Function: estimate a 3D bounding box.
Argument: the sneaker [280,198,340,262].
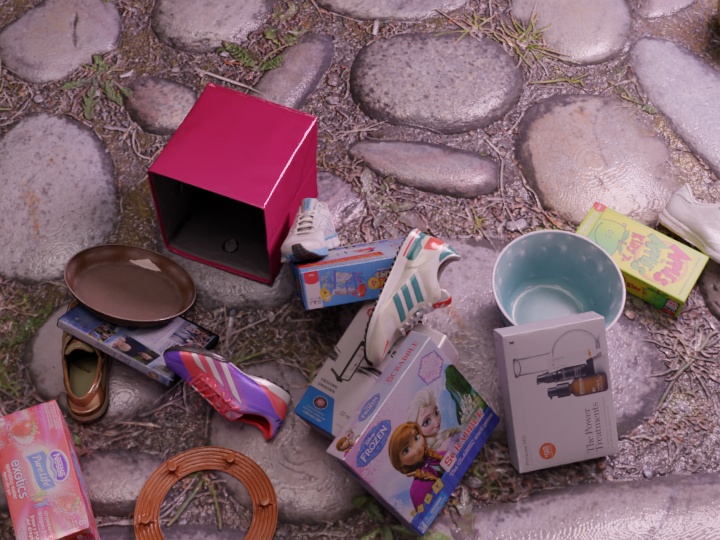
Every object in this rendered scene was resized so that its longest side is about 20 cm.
[{"bbox_3d":[-0.082,-0.064,1.606,0.074,0.200,0.087,-6,101,8],"label":"sneaker"}]

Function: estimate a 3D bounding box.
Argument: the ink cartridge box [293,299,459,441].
[{"bbox_3d":[0.024,0.159,1.492,0.146,0.084,0.201,25,75,29],"label":"ink cartridge box"}]

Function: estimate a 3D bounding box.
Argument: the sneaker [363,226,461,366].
[{"bbox_3d":[0.073,0.045,1.443,0.093,0.070,0.201,22,80,8],"label":"sneaker"}]

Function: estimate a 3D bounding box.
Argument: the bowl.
[{"bbox_3d":[0.291,0.049,1.599,0.199,0.105,0.202,0,57,0],"label":"bowl"}]

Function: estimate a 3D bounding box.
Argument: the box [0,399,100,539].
[{"bbox_3d":[-0.425,0.292,1.428,0.094,0.103,0.201,-18,58,-13],"label":"box"}]

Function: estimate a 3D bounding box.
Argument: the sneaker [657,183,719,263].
[{"bbox_3d":[0.576,-0.063,1.677,0.200,0.089,0.075,37,19,21],"label":"sneaker"}]

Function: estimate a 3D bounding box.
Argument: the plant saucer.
[{"bbox_3d":[-0.351,0.027,1.606,0.199,0.032,0.201,14,31,-9],"label":"plant saucer"}]

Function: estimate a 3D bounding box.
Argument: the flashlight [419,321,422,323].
[{"bbox_3d":[0.093,0.138,1.560,0.068,0.068,0.200,-25,61,-13],"label":"flashlight"}]

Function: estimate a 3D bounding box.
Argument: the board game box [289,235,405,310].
[{"bbox_3d":[0.000,0.000,1.582,0.199,0.196,0.056,-10,100,-7],"label":"board game box"}]

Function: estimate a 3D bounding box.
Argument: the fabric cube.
[{"bbox_3d":[-0.191,-0.136,1.659,0.195,0.200,0.200,17,56,11],"label":"fabric cube"}]

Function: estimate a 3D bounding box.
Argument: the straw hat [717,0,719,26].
[{"bbox_3d":[0.713,-0.486,1.968,0.201,0.201,0.085,-46,25,-26],"label":"straw hat"}]

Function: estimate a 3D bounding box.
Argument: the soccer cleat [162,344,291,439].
[{"bbox_3d":[-0.193,0.170,1.497,0.199,0.068,0.074,29,57,-19],"label":"soccer cleat"}]

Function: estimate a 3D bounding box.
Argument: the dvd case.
[{"bbox_3d":[-0.327,0.091,1.567,0.199,0.018,0.143,26,31,10],"label":"dvd case"}]

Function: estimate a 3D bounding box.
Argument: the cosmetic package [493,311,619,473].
[{"bbox_3d":[0.275,0.170,1.482,0.150,0.052,0.201,-10,99,-5],"label":"cosmetic package"}]

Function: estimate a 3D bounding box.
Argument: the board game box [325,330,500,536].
[{"bbox_3d":[0.076,0.220,1.415,0.041,0.200,0.200,14,63,51],"label":"board game box"}]

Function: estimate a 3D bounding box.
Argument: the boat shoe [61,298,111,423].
[{"bbox_3d":[-0.405,0.122,1.558,0.075,0.074,0.201,-10,57,-8],"label":"boat shoe"}]

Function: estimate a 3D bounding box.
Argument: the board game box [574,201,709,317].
[{"bbox_3d":[0.438,-0.020,1.681,0.199,0.048,0.102,29,60,17],"label":"board game box"}]

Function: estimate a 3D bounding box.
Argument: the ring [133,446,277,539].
[{"bbox_3d":[-0.213,0.333,1.455,0.199,0.019,0.201,1,57,-1],"label":"ring"}]
